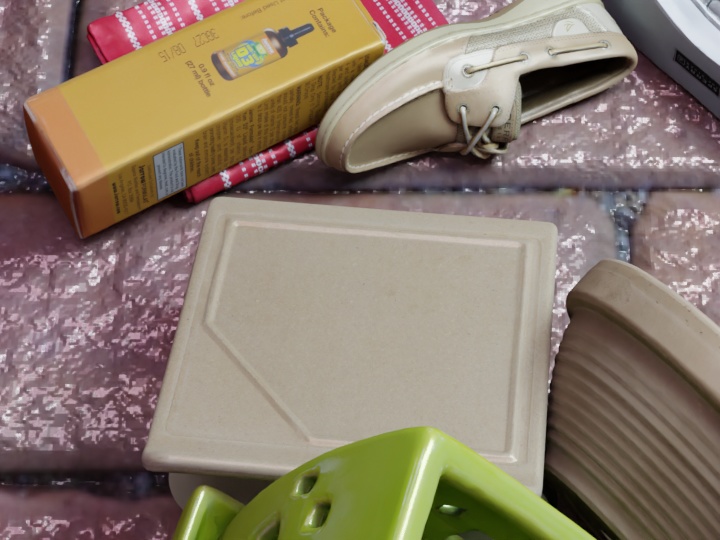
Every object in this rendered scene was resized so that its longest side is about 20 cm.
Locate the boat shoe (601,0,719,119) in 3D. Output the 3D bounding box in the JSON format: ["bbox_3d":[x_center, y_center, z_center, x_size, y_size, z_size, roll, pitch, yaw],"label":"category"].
[{"bbox_3d":[0.207,-0.152,1.023,0.068,0.074,0.199,-39,68,-13],"label":"boat shoe"}]

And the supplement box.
[{"bbox_3d":[-0.085,-0.097,0.980,0.199,0.069,0.067,-27,68,-14],"label":"supplement box"}]

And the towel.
[{"bbox_3d":[-0.050,-0.136,1.049,0.199,0.023,0.145,-27,65,-13],"label":"towel"}]

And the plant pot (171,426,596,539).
[{"bbox_3d":[0.001,0.201,0.754,0.180,0.199,0.202,-10,53,43],"label":"plant pot"}]

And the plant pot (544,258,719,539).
[{"bbox_3d":[0.152,0.098,0.828,0.093,0.201,0.201,-42,68,-6],"label":"plant pot"}]

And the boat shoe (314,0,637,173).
[{"bbox_3d":[0.068,-0.102,1.001,0.199,0.071,0.065,-28,64,-15],"label":"boat shoe"}]

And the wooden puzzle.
[{"bbox_3d":[0.001,0.038,0.853,0.183,0.037,0.201,5,41,5],"label":"wooden puzzle"}]

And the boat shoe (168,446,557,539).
[{"bbox_3d":[0.002,0.108,0.896,0.199,0.074,0.063,2,33,10],"label":"boat shoe"}]
